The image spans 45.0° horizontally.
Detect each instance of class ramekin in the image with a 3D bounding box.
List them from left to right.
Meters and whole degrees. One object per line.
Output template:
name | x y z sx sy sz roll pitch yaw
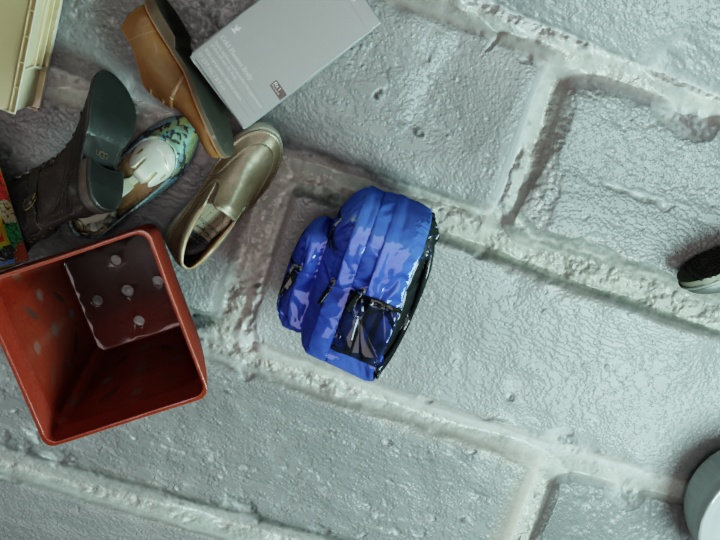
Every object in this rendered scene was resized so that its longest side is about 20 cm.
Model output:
ramekin | 0.541 0.333 1.198 0.197 0.094 0.207 -1 106 -3

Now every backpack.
backpack | 0.000 0.000 1.034 0.165 0.163 0.203 23 105 -6

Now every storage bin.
storage bin | -0.444 -0.299 0.957 0.196 0.094 0.202 17 105 -8

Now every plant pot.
plant pot | -0.292 0.052 1.026 0.196 0.177 0.204 -17 106 2

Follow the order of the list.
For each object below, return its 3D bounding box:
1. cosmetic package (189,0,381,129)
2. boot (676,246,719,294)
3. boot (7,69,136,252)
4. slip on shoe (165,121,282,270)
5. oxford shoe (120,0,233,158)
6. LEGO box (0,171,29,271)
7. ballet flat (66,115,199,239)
cosmetic package | -0.082 -0.265 0.990 0.199 0.090 0.107 -36 103 11
boot | 0.518 0.061 1.136 0.178 0.073 0.203 -19 113 5
boot | -0.350 -0.124 1.013 0.171 0.204 0.069 -16 149 30
slip on shoe | -0.161 -0.086 1.041 0.200 0.061 0.076 -45 125 11
oxford shoe | -0.210 -0.211 1.003 0.070 0.071 0.203 -29 88 14
LEGO box | -0.494 -0.051 0.988 0.196 0.077 0.152 -15 94 24
ballet flat | -0.272 -0.105 1.037 0.199 0.074 0.074 -42 105 9
